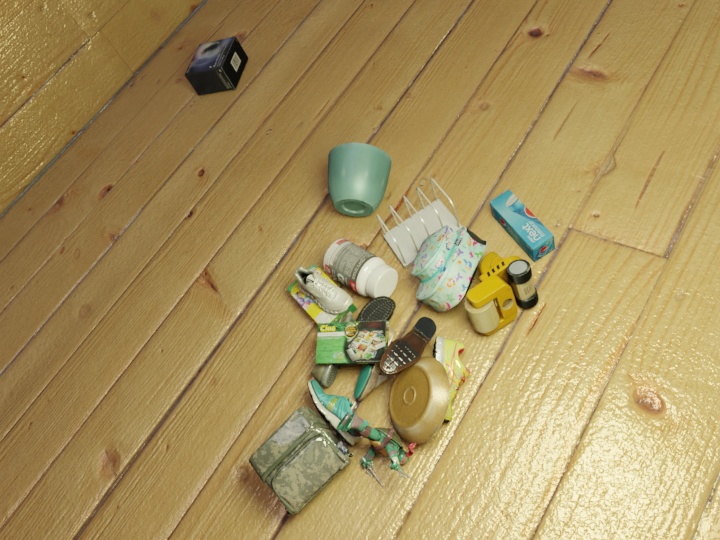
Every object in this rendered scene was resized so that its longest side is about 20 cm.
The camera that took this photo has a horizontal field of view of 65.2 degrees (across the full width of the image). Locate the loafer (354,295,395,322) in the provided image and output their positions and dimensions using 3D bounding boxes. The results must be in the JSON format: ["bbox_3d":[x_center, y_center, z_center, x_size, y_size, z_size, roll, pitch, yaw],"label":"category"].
[{"bbox_3d":[0.018,0.151,1.482,0.073,0.072,0.200,37,73,24],"label":"loafer"}]

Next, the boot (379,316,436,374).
[{"bbox_3d":[0.107,0.202,1.359,0.075,0.098,0.199,43,52,14],"label":"boot"}]

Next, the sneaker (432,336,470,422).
[{"bbox_3d":[0.217,0.255,1.331,0.088,0.078,0.204,3,68,1],"label":"sneaker"}]

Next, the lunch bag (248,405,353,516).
[{"bbox_3d":[-0.135,0.444,1.323,0.200,0.140,0.168,-42,68,-7],"label":"lunch bag"}]

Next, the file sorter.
[{"bbox_3d":[0.160,-0.138,1.581,0.198,0.125,0.140,-33,51,0],"label":"file sorter"}]

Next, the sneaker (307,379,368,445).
[{"bbox_3d":[-0.059,0.343,1.399,0.079,0.078,0.200,-39,61,-17],"label":"sneaker"}]

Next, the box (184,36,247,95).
[{"bbox_3d":[-0.613,-0.870,2.400,0.195,0.124,0.203,-2,57,23],"label":"box"}]

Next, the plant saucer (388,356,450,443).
[{"bbox_3d":[0.124,0.294,1.305,0.199,0.035,0.203,-35,43,41],"label":"plant saucer"}]

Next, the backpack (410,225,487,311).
[{"bbox_3d":[0.215,-0.003,1.433,0.149,0.177,0.203,26,69,-14],"label":"backpack"}]

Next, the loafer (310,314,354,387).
[{"bbox_3d":[-0.076,0.203,1.488,0.069,0.076,0.202,14,65,25],"label":"loafer"}]

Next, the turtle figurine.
[{"bbox_3d":[0.042,0.403,1.282,0.199,0.150,0.101,39,54,-3],"label":"turtle figurine"}]

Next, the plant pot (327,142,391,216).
[{"bbox_3d":[-0.010,-0.260,1.699,0.197,0.200,0.164,-1,71,22],"label":"plant pot"}]

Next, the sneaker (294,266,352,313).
[{"bbox_3d":[-0.107,0.052,1.539,0.198,0.081,0.076,27,69,32],"label":"sneaker"}]

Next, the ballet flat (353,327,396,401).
[{"bbox_3d":[0.044,0.236,1.412,0.068,0.066,0.204,-161,89,-74],"label":"ballet flat"}]

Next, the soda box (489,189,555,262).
[{"bbox_3d":[0.426,-0.121,1.493,0.067,0.064,0.201,-32,52,0],"label":"soda box"}]

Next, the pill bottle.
[{"bbox_3d":[0.000,0.000,1.565,0.198,0.114,0.114,30,73,36],"label":"pill bottle"}]

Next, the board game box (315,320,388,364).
[{"bbox_3d":[-0.022,0.181,1.408,0.196,0.023,0.107,-5,74,28],"label":"board game box"}]

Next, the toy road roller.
[{"bbox_3d":[0.332,0.044,1.394,0.198,0.124,0.146,-34,38,-5],"label":"toy road roller"}]

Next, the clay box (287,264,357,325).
[{"bbox_3d":[-0.113,0.079,1.603,0.115,0.048,0.200,-42,52,-7],"label":"clay box"}]
